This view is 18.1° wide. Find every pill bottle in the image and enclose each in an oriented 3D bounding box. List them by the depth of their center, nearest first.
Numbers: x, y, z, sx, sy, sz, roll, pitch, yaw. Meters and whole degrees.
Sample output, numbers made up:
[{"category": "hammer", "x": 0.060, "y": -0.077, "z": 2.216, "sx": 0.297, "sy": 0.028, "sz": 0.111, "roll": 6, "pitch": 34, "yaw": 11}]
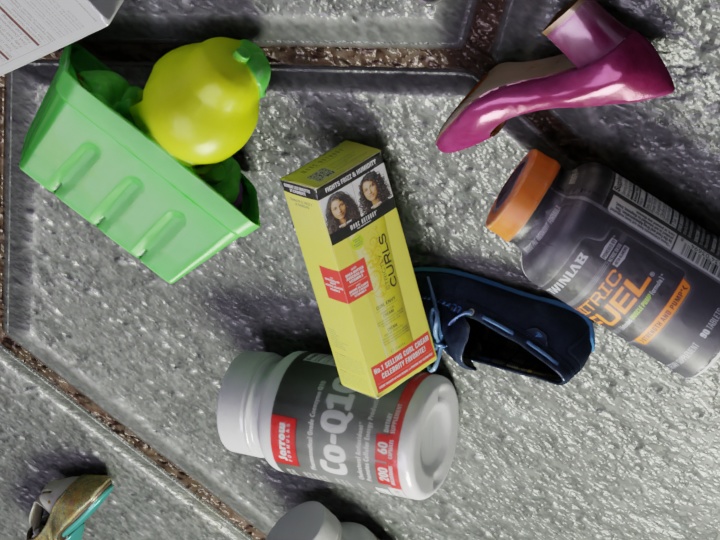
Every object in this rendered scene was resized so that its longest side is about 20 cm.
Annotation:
[{"category": "pill bottle", "x": 0.195, "y": -0.012, "z": 1.714, "sx": 0.200, "sy": 0.106, "sz": 0.106, "roll": 32, "pitch": 145, "yaw": -5}, {"category": "pill bottle", "x": -0.022, "y": 0.135, "z": 2.039, "sx": 0.200, "sy": 0.114, "sz": 0.114, "roll": 9, "pitch": 141, "yaw": 24}, {"category": "pill bottle", "x": -0.005, "y": 0.325, "z": 2.275, "sx": 0.111, "sy": 0.111, "sz": 0.200, "roll": -15, "pitch": 127, "yaw": 45}]

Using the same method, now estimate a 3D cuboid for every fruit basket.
[{"category": "fruit basket", "x": -0.151, "y": -0.118, "z": 1.815, "sx": 0.215, "sy": 0.156, "sz": 0.216, "roll": -2, "pitch": 108, "yaw": -5}]

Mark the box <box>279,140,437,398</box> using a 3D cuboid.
[{"category": "box", "x": 0.000, "y": 0.000, "z": 1.835, "sx": 0.050, "sy": 0.075, "sz": 0.200, "roll": 21, "pitch": 133, "yaw": 49}]

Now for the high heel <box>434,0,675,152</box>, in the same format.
[{"category": "high heel", "x": 0.138, "y": -0.119, "z": 1.650, "sx": 0.096, "sy": 0.067, "sz": 0.200, "roll": 44, "pitch": 130, "yaw": -6}]

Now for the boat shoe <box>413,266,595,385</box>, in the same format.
[{"category": "boat shoe", "x": 0.094, "y": 0.047, "z": 1.887, "sx": 0.200, "sy": 0.069, "sz": 0.084, "roll": 8, "pitch": 141, "yaw": 29}]

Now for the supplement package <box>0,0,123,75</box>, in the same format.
[{"category": "supplement package", "x": -0.263, "y": -0.236, "z": 1.721, "sx": 0.200, "sy": 0.117, "sz": 0.117, "roll": -16, "pitch": 127, "yaw": 45}]

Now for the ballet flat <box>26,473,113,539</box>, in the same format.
[{"category": "ballet flat", "x": -0.324, "y": 0.262, "z": 2.454, "sx": 0.071, "sy": 0.071, "sz": 0.200, "roll": 30, "pitch": 145, "yaw": -3}]

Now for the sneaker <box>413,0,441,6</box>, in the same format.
[{"category": "sneaker", "x": 0.093, "y": -0.236, "z": 1.514, "sx": 0.077, "sy": 0.082, "sz": 0.200, "roll": 33, "pitch": 145, "yaw": -8}]
